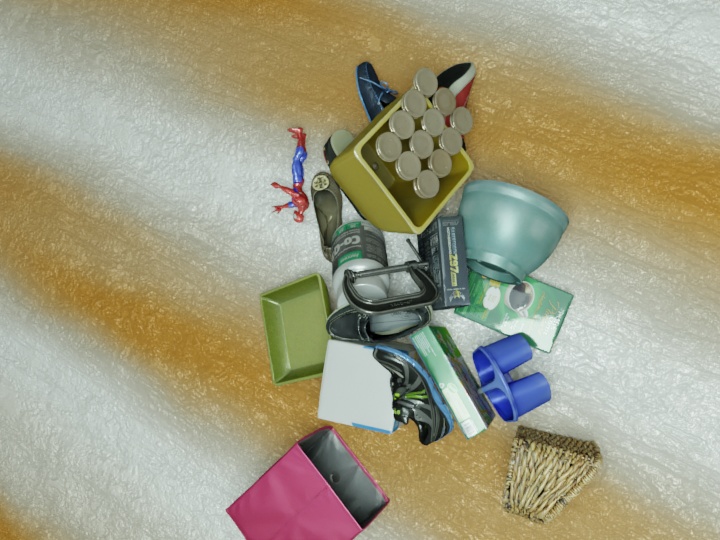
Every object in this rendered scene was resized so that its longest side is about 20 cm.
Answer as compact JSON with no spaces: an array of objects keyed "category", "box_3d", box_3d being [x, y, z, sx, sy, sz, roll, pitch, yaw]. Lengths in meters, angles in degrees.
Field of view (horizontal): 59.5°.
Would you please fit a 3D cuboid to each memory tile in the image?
[{"category":"memory tile","box_3d":[0.117,-0.243,1.122,0.153,0.017,0.201,38,69,-23]}]

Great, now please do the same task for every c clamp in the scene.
[{"category":"c clamp","box_3d":[0.049,0.017,1.110,0.171,0.198,0.027,51,141,39]}]

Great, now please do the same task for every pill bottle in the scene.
[{"category":"pill bottle","box_3d":[0.000,0.000,1.221,0.112,0.113,0.201,-24,36,14]}]

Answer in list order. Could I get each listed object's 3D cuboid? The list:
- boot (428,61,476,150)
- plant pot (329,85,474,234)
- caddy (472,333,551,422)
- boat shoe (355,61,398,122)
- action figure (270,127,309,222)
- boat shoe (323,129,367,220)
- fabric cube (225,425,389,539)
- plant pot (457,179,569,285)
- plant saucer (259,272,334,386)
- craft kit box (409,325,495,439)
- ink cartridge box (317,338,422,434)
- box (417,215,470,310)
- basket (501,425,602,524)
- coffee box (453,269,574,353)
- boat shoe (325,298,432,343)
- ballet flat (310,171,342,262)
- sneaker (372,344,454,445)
[{"category":"boot","box_3d":[0.193,-0.314,1.270,0.072,0.145,0.201,4,48,38]},{"category":"plant pot","box_3d":[0.053,-0.195,1.206,0.194,0.199,0.196,-49,111,-23]},{"category":"caddy","box_3d":[0.259,0.198,1.135,0.104,0.200,0.142,-23,75,-3]},{"category":"boat shoe","box_3d":[0.052,-0.343,1.312,0.068,0.084,0.202,-20,93,33]},{"category":"action figure","box_3d":[-0.160,-0.200,1.367,0.098,0.065,0.202,-7,82,8]},{"category":"boat shoe","box_3d":[-0.014,-0.193,1.325,0.073,0.063,0.203,-25,89,-30]},{"category":"fabric cube","box_3d":[-0.096,0.452,1.215,0.199,0.196,0.200,-44,75,11]},{"category":"plant pot","box_3d":[0.257,-0.057,1.139,0.199,0.200,0.135,20,80,18]},{"category":"plant saucer","box_3d":[-0.118,0.124,1.300,0.199,0.048,0.202,-20,76,42]},{"category":"craft kit box","box_3d":[0.174,0.198,1.154,0.048,0.197,0.201,-31,77,9]},{"category":"ink cartridge box","box_3d":[0.026,0.209,1.197,0.146,0.200,0.146,8,89,17]},{"category":"box","box_3d":[0.152,-0.007,1.178,0.050,0.200,0.160,-3,84,-5]},{"category":"basket","box_3d":[0.329,0.362,1.087,0.147,0.200,0.144,10,86,17]},{"category":"coffee box","box_3d":[0.292,0.066,1.209,0.198,0.044,0.124,22,90,19]},{"category":"boat shoe","box_3d":[0.026,0.093,1.102,0.197,0.066,0.075,-4,104,15]},{"category":"ballet flat","box_3d":[-0.071,-0.115,1.339,0.067,0.046,0.202,-10,82,17]},{"category":"sneaker","box_3d":[0.081,0.208,1.049,0.082,0.071,0.201,-37,103,-16]}]
